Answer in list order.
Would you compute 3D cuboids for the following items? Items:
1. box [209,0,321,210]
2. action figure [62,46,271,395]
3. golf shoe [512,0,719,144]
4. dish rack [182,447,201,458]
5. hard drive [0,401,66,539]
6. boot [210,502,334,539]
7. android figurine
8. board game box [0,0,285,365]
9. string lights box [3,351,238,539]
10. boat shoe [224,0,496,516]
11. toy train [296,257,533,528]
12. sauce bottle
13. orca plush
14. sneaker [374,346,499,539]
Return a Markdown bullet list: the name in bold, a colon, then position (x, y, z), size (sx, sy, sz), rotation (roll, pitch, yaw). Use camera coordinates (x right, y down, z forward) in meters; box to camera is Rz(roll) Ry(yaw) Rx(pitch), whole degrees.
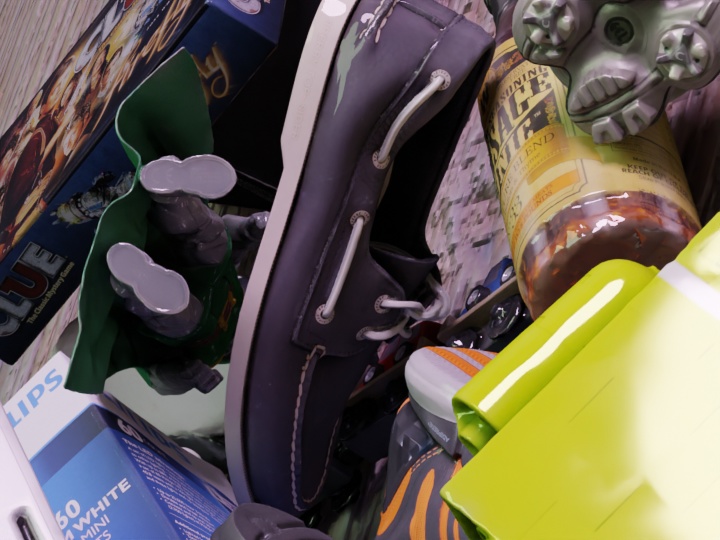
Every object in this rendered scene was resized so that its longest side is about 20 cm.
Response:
- **box**: position (-0.033, -0.131, 1.280), size (0.141, 0.079, 0.201), rotation (11, 77, 61)
- **action figure**: position (-0.062, 0.005, 1.039), size (0.200, 0.055, 0.118), rotation (79, -146, -79)
- **golf shoe**: position (0.142, -0.117, 0.920), size (0.200, 0.078, 0.097), rotation (-25, 8, 30)
- **dish rack**: position (-0.114, 0.166, 1.125), size (0.200, 0.044, 0.172), rotation (-40, 25, -5)
- **hard drive**: position (-0.105, 0.146, 0.939), size (0.200, 0.027, 0.132), rotation (95, 151, -49)
- **boot**: position (-0.034, 0.193, 0.849), size (0.200, 0.165, 0.066), rotation (-50, -10, 16)
- **android figurine**: position (0.107, 0.056, 0.773), size (0.200, 0.041, 0.182), rotation (-44, 50, -12)
- **board game box**: position (-0.095, -0.071, 1.194), size (0.200, 0.035, 0.136), rotation (-48, 21, 32)
- **string lights box**: position (-0.054, 0.123, 0.978), size (0.059, 0.103, 0.200), rotation (-45, 43, 5)
- **boat shoe**: position (0.000, 0.000, 1.009), size (0.073, 0.063, 0.201), rotation (-37, -39, -68)
- **toy train**: position (0.021, 0.043, 1.063), size (0.200, 0.034, 0.046), rotation (-37, 25, 47)
- **sauce bottle**: position (0.073, -0.050, 1.006), size (0.066, 0.066, 0.200), rotation (-52, 26, 26)
- **orca plush**: position (-0.047, 0.014, 1.184), size (0.071, 0.105, 0.200), rotation (-43, 4, -38)
- **sneaker**: position (0.065, 0.106, 0.880), size (0.200, 0.077, 0.112), rotation (37, 116, 60)
